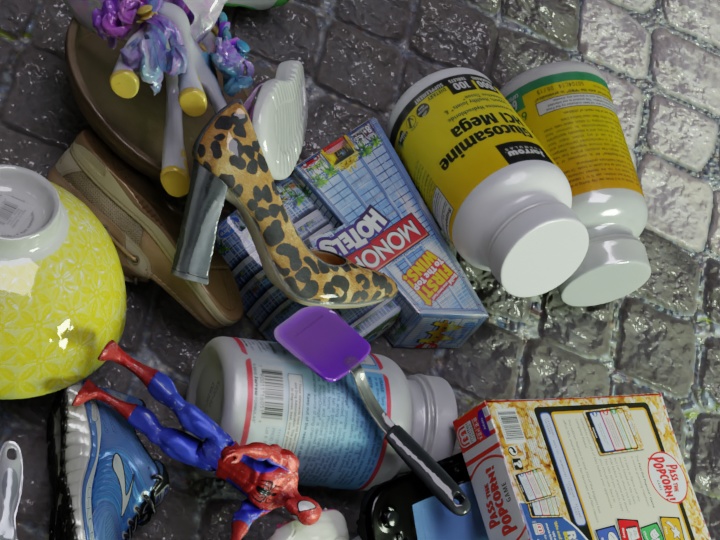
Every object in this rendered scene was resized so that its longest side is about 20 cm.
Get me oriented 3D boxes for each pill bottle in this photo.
[{"bbox_3d":[-0.030,0.115,1.580,0.199,0.109,0.109,8,58,-23],"label":"pill bottle"},{"bbox_3d":[0.192,-0.075,1.801,0.112,0.113,0.201,-1,63,-27],"label":"pill bottle"},{"bbox_3d":[0.110,-0.074,1.723,0.112,0.113,0.200,-7,44,-29],"label":"pill bottle"}]

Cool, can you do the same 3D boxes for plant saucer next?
[{"bbox_3d":[-0.166,-0.142,1.684,0.199,0.029,0.201,30,36,-24],"label":"plant saucer"}]

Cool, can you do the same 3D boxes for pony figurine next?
[{"bbox_3d":[-0.155,-0.189,1.611,0.165,0.194,0.201,-16,38,12],"label":"pony figurine"}]

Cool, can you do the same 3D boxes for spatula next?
[{"bbox_3d":[0.016,0.107,1.527,0.200,0.021,0.056,50,53,3],"label":"spatula"}]

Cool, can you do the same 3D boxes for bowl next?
[{"bbox_3d":[-0.267,-0.014,1.510,0.198,0.108,0.201,9,44,-8],"label":"bowl"}]

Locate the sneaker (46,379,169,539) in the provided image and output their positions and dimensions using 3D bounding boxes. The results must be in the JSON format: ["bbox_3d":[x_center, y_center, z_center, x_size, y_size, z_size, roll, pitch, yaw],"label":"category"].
[{"bbox_3d":[-0.181,0.172,1.492,0.088,0.079,0.201,7,59,-20],"label":"sneaker"}]

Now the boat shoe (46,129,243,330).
[{"bbox_3d":[-0.173,-0.022,1.624,0.200,0.065,0.071,49,18,13],"label":"boat shoe"}]

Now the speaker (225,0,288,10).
[{"bbox_3d":[-0.157,-0.275,1.769,0.199,0.089,0.089,1,61,-26],"label":"speaker"}]

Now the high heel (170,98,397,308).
[{"bbox_3d":[-0.044,-0.049,1.579,0.199,0.071,0.144,11,96,-28],"label":"high heel"}]

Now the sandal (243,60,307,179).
[{"bbox_3d":[-0.079,-0.123,1.682,0.049,0.083,0.203,-5,14,9],"label":"sandal"}]

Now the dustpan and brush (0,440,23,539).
[{"bbox_3d":[-0.259,0.222,1.434,0.139,0.057,0.201,10,57,-20],"label":"dustpan and brush"}]

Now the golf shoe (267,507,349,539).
[{"bbox_3d":[-0.077,0.244,1.473,0.199,0.075,0.092,-20,66,-30],"label":"golf shoe"}]

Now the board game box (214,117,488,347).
[{"bbox_3d":[0.000,0.000,1.694,0.200,0.062,0.200,-35,80,-37],"label":"board game box"}]

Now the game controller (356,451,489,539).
[{"bbox_3d":[0.075,0.197,1.567,0.199,0.042,0.105,-16,90,-43],"label":"game controller"}]

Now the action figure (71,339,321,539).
[{"bbox_3d":[-0.118,0.136,1.457,0.199,0.065,0.099,31,19,-2],"label":"action figure"}]

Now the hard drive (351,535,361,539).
[{"bbox_3d":[0.022,0.270,1.565,0.199,0.025,0.132,-27,76,-35],"label":"hard drive"}]

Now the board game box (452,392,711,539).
[{"bbox_3d":[0.180,0.176,1.592,0.199,0.046,0.153,1,63,-38],"label":"board game box"}]
